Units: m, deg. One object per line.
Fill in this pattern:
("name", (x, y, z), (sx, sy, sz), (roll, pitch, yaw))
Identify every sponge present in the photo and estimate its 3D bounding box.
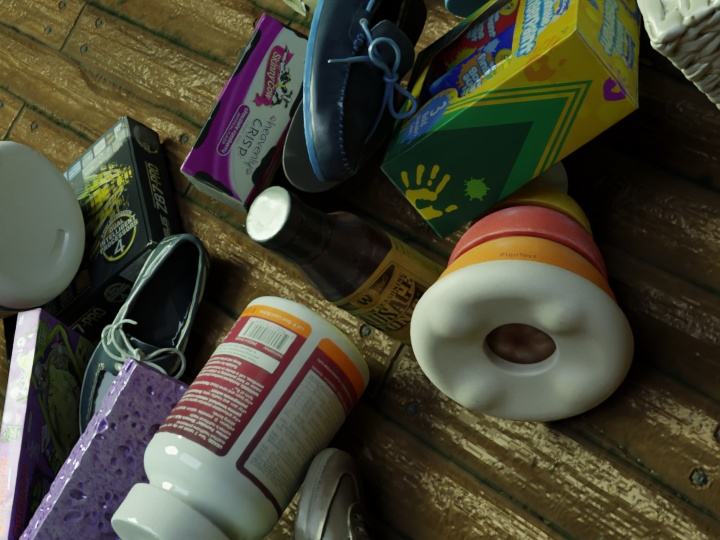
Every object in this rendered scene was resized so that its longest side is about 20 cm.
("sponge", (-0.184, 0.178, 1.294), (0.201, 0.111, 0.030), (-59, 26, 1))

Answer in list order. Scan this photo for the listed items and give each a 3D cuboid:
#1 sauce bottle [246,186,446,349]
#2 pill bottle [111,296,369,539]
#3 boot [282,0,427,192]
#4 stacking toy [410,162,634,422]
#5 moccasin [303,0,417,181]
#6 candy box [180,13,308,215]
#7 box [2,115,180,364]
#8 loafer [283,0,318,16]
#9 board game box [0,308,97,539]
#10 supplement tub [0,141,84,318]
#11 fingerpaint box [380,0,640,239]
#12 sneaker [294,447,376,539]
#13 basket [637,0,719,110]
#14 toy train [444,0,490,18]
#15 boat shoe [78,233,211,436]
("sauce bottle", (0.000, 0.000, 1.153), (0.066, 0.200, 0.066), (-21, 56, 36))
("pill bottle", (-0.087, 0.126, 1.195), (0.109, 0.110, 0.200), (9, 55, 45))
("boot", (-0.024, -0.103, 1.258), (0.187, 0.064, 0.200), (-58, 5, -24))
("stacking toy", (0.118, -0.011, 1.128), (0.146, 0.146, 0.201), (-24, 35, 33))
("moccasin", (0.004, -0.153, 1.121), (0.068, 0.081, 0.201), (1, 64, 13))
("candy box", (-0.082, -0.118, 1.317), (0.137, 0.061, 0.200), (-62, 3, -1))
("box", (-0.253, -0.021, 1.516), (0.200, 0.049, 0.162), (-38, 45, 25))
("loafer", (-0.034, -0.251, 1.423), (0.076, 0.068, 0.200), (-53, 27, 2))
("board game box", (-0.253, 0.147, 1.371), (0.032, 0.120, 0.201), (-8, 61, 21))
("supplement tub", (-0.357, -0.020, 1.465), (0.199, 0.144, 0.145), (-18, 57, 40))
("fingerpaint box", (0.109, -0.136, 1.154), (0.167, 0.073, 0.200), (-34, 19, 26))
("sneaker", (-0.003, 0.223, 1.148), (0.075, 0.070, 0.201), (-4, 68, 21))
("basket", (0.280, -0.219, 1.037), (0.198, 0.161, 0.201), (-29, 49, 30))
("toy train", (0.139, -0.279, 1.267), (0.199, 0.084, 0.116), (-18, 67, 36))
("boat shoe", (-0.178, 0.062, 1.378), (0.201, 0.075, 0.062), (-63, 6, -12))
